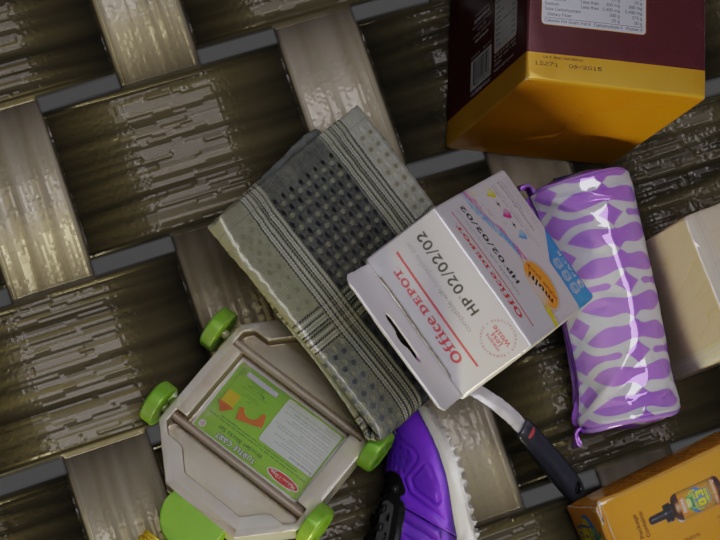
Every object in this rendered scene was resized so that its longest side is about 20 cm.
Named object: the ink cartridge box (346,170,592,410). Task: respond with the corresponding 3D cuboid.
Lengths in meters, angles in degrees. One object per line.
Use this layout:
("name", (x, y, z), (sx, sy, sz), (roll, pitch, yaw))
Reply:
("ink cartridge box", (0.078, 0.011, 1.663), (0.068, 0.200, 0.115), (-37, 87, 24))

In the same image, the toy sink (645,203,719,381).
("toy sink", (0.316, -0.012, 1.797), (0.199, 0.130, 0.113), (-19, 83, -17))

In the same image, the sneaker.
("sneaker", (0.031, 0.188, 1.713), (0.099, 0.070, 0.202), (-15, 80, -8))

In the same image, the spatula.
("spatula", (0.101, 0.103, 1.737), (0.200, 0.020, 0.057), (46, 56, -25))

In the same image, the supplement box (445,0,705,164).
("supplement box", (0.153, -0.201, 1.758), (0.132, 0.197, 0.202), (5, 78, -13))

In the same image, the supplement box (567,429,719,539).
("supplement box", (0.254, 0.159, 1.775), (0.199, 0.069, 0.067), (-23, 93, -20))

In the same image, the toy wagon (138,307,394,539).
("toy wagon", (-0.080, 0.127, 1.696), (0.155, 0.040, 0.200), (36, 74, 12))

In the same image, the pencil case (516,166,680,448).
("pencil case", (0.174, 0.021, 1.776), (0.085, 0.084, 0.202), (-11, 82, -12))

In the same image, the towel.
("towel", (0.000, 0.000, 1.726), (0.201, 0.034, 0.192), (53, 46, -4))
